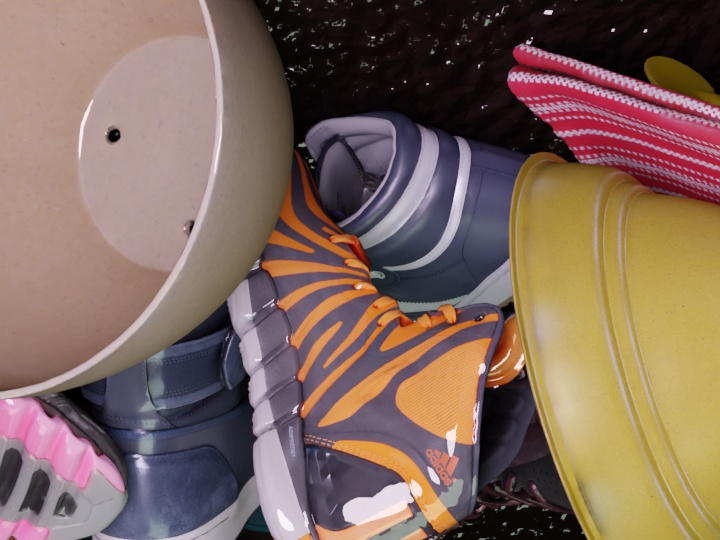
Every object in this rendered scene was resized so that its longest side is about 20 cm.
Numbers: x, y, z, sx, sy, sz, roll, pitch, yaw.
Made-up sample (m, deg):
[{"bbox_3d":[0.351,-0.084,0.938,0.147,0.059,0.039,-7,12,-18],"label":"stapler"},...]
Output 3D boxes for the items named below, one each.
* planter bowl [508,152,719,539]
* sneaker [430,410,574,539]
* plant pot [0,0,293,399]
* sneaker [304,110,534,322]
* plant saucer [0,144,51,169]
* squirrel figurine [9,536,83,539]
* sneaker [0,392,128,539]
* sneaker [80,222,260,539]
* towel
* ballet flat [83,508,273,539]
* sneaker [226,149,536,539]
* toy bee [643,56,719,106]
[{"bbox_3d":[0.137,0.036,1.127,0.083,0.201,0.200,-18,144,21],"label":"planter bowl"},{"bbox_3d":[0.062,0.102,1.267,0.116,0.200,0.076,-50,125,1],"label":"sneaker"},{"bbox_3d":[-0.104,-0.049,1.061,0.200,0.200,0.134,-35,161,22],"label":"plant pot"},{"bbox_3d":[0.000,0.000,1.242,0.108,0.070,0.200,19,138,-26],"label":"sneaker"},{"bbox_3d":[-0.204,0.002,1.195,0.200,0.031,0.200,-10,142,-8],"label":"plant saucer"},{"bbox_3d":[-0.100,0.215,1.214,0.200,0.187,0.141,-1,168,41],"label":"squirrel figurine"},{"bbox_3d":[-0.175,0.032,1.109,0.200,0.095,0.079,32,123,-11],"label":"sneaker"},{"bbox_3d":[-0.071,0.031,1.209,0.077,0.202,0.146,-2,106,11],"label":"sneaker"},{"bbox_3d":[0.157,-0.019,1.201,0.022,0.145,0.200,-55,135,-13],"label":"towel"},{"bbox_3d":[-0.078,0.114,1.361,0.200,0.067,0.064,4,168,-22],"label":"ballet flat"},{"bbox_3d":[0.012,0.023,1.105,0.112,0.200,0.078,-21,147,14],"label":"sneaker"},{"bbox_3d":[0.180,-0.066,1.195,0.131,0.109,0.200,21,139,23],"label":"toy bee"}]
